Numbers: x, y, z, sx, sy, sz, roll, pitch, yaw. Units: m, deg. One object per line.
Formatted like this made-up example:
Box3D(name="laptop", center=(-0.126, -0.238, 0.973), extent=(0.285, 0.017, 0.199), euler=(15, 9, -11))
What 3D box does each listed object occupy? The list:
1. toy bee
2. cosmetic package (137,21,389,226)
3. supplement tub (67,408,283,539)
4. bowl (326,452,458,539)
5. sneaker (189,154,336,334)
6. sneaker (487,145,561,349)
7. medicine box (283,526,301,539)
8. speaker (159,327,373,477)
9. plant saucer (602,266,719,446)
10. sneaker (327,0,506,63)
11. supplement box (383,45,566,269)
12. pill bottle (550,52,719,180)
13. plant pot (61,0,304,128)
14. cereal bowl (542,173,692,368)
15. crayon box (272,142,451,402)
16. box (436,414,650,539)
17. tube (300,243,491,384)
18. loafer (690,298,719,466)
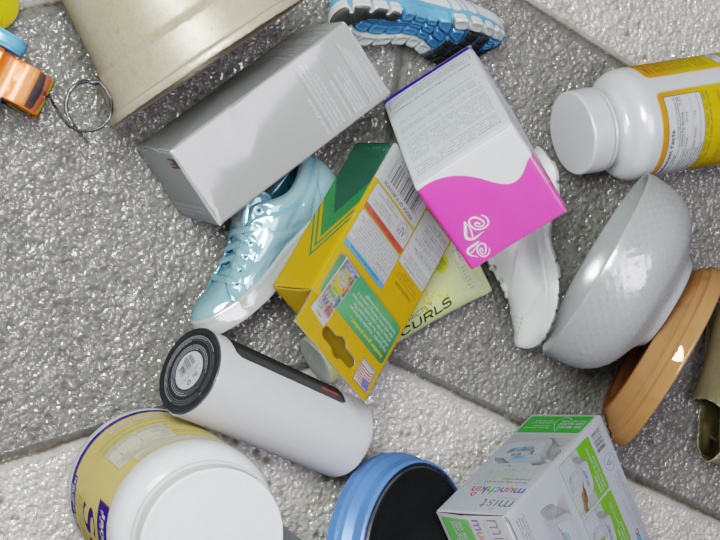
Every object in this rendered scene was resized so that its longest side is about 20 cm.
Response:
Box3D(name="toy bee", center=(-0.302, -0.154, 1.255), extent=(0.131, 0.109, 0.200), euler=(-43, 87, -5))
Box3D(name="cosmetic package", center=(-0.087, -0.131, 1.342), extent=(0.200, 0.107, 0.090), euler=(-41, 110, -13))
Box3D(name="supplement tub", center=(-0.158, 0.205, 1.300), extent=(0.145, 0.200, 0.146), euler=(-3, 98, -24))
Box3D(name="bowl", center=(0.041, 0.273, 1.437), extent=(0.200, 0.039, 0.201), euler=(6, 82, -53))
Box3D(name="sneaker", center=(-0.098, -0.030, 1.372), extent=(0.082, 0.074, 0.200), euler=(49, 65, -21))
Box3D(name="sneaker", center=(0.151, -0.021, 1.496), extent=(0.087, 0.075, 0.201), euler=(-5, 96, -7))
Box3D(name="medicine box", center=(-0.122, 0.360, 1.392), extent=(0.182, 0.103, 0.201), euler=(-14, 102, -22))
Box3D(name="speaker", center=(-0.081, 0.122, 1.364), extent=(0.200, 0.081, 0.081), euler=(28, 84, -40))
Box3D(name="plant saucer", center=(0.294, 0.079, 1.510), extent=(0.037, 0.200, 0.201), euler=(30, 83, 5))
Box3D(name="sneaker", center=(0.053, -0.251, 1.414), extent=(0.200, 0.075, 0.087), euler=(8, 60, -37))
Box3D(name="supplement box", center=(0.099, -0.105, 1.364), extent=(0.103, 0.200, 0.101), euler=(-32, 116, 8))
Box3D(name="pill bottle", center=(0.294, -0.151, 1.511), extent=(0.199, 0.111, 0.111), euler=(-11, 101, -23))
Box3D(name="plant pot", center=(-0.174, -0.249, 1.255), extent=(0.200, 0.200, 0.184), euler=(-36, 98, -16))
Box3D(name="cereal bowl", center=(0.259, 0.012, 1.462), extent=(0.083, 0.200, 0.200), euler=(30, 83, 1))
Box3D(name="crayon box", center=(0.000, 0.000, 1.368), extent=(0.126, 0.051, 0.200), euler=(52, 56, -38))
Box3D(name="box", center=(0.193, 0.272, 1.497), extent=(0.176, 0.097, 0.200), euler=(-39, 113, -38))
Box3D(name="tube", center=(0.035, 0.035, 1.453), extent=(0.200, 0.052, 0.058), euler=(-32, 147, -22))
Box3D(name="loafer", center=(0.392, 0.120, 1.611), extent=(0.067, 0.076, 0.201), euler=(-12, 102, -29))
